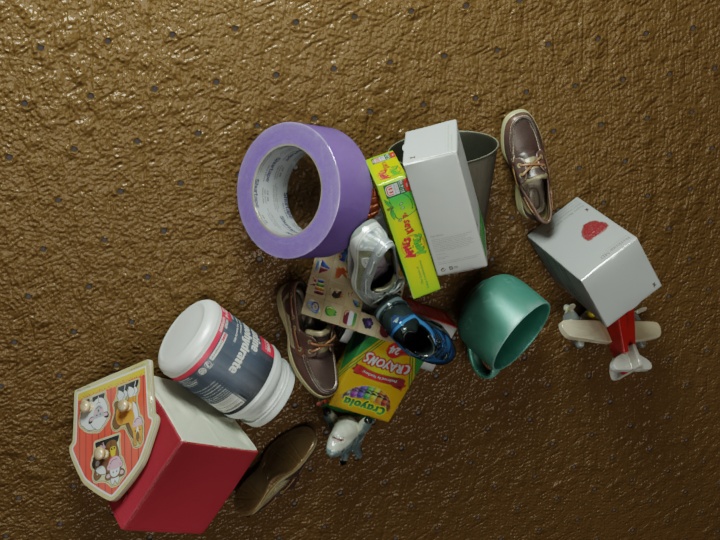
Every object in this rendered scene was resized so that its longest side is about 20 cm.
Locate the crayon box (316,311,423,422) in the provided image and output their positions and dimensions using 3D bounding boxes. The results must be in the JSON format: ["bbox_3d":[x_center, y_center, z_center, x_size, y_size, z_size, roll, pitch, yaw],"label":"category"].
[{"bbox_3d":[0.022,0.183,1.495,0.126,0.051,0.201,19,111,-24],"label":"crayon box"}]

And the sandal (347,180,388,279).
[{"bbox_3d":[0.009,-0.080,1.390,0.078,0.059,0.209,5,112,-13],"label":"sandal"}]

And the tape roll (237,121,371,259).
[{"bbox_3d":[-0.086,-0.119,1.295,0.085,0.199,0.202,-3,121,-56],"label":"tape roll"}]

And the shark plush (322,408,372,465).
[{"bbox_3d":[-0.032,0.312,1.562,0.090,0.200,0.084,13,71,3],"label":"shark plush"}]

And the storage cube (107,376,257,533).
[{"bbox_3d":[-0.309,0.303,1.416,0.199,0.171,0.181,22,107,-48],"label":"storage cube"}]

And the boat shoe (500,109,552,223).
[{"bbox_3d":[0.289,-0.171,1.450,0.071,0.072,0.202,-18,118,-8],"label":"boat shoe"}]

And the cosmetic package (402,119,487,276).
[{"bbox_3d":[0.127,-0.106,1.282,0.084,0.108,0.201,-11,124,13],"label":"cosmetic package"}]

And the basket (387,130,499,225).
[{"bbox_3d":[0.142,-0.110,1.419,0.178,0.136,0.202,-7,121,0],"label":"basket"}]

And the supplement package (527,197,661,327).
[{"bbox_3d":[0.405,-0.019,1.504,0.121,0.200,0.120,-37,120,1],"label":"supplement package"}]

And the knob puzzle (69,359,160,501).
[{"bbox_3d":[-0.395,0.259,1.350,0.220,0.220,0.030,-50,144,9],"label":"knob puzzle"}]

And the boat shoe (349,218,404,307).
[{"bbox_3d":[0.030,0.003,1.333,0.074,0.065,0.203,-36,149,-19],"label":"boat shoe"}]

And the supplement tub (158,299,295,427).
[{"bbox_3d":[-0.219,0.155,1.418,0.140,0.141,0.200,-46,119,7],"label":"supplement tub"}]

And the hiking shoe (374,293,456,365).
[{"bbox_3d":[0.097,0.119,1.390,0.074,0.087,0.199,-44,134,12],"label":"hiking shoe"}]

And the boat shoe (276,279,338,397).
[{"bbox_3d":[-0.080,0.112,1.423,0.072,0.072,0.202,-14,84,-30],"label":"boat shoe"}]

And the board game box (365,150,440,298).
[{"bbox_3d":[0.065,-0.070,1.315,0.047,0.102,0.202,-19,119,1],"label":"board game box"}]

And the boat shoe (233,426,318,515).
[{"bbox_3d":[-0.148,0.375,1.595,0.200,0.072,0.072,-50,149,-3],"label":"boat shoe"}]

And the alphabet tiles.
[{"bbox_3d":[0.000,0.000,1.425,0.166,0.008,0.202,19,72,-19],"label":"alphabet tiles"}]

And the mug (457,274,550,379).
[{"bbox_3d":[0.237,0.096,1.536,0.186,0.114,0.152,-51,154,6],"label":"mug"}]

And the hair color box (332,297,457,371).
[{"bbox_3d":[0.061,0.100,1.528,0.198,0.061,0.102,21,108,-26],"label":"hair color box"}]

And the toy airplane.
[{"bbox_3d":[0.470,0.108,1.619,0.200,0.141,0.200,49,61,-16],"label":"toy airplane"}]
